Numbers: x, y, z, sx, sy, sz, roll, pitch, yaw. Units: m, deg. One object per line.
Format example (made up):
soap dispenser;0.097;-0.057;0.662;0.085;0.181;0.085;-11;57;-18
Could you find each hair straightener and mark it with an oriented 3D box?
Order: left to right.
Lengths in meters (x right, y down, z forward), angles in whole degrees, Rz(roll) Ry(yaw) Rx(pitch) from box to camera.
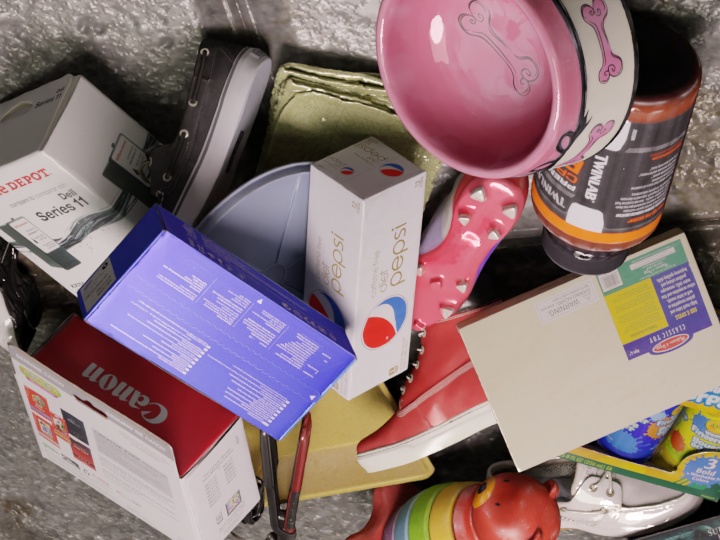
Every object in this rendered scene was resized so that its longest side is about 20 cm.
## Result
hair straightener;-0.090;0.192;1.884;0.077;0.041;0.200;9;141;0

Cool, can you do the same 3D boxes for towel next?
towel;-0.011;-0.082;1.653;0.148;0.037;0.200;13;135;-5

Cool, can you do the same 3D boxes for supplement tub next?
supplement tub;0.188;-0.088;1.563;0.107;0.107;0.200;9;136;0

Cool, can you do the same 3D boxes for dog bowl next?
dog bowl;0.095;-0.154;1.461;0.200;0.074;0.201;25;130;33

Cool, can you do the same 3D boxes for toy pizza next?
toy pizza;-0.078;-0.002;1.627;0.200;0.032;0.201;-27;137;-28

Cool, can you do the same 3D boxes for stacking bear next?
stacking bear;0.097;0.235;1.860;0.114;0.122;0.200;46;140;-16

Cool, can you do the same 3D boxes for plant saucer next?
plant saucer;-0.056;0.123;1.862;0.199;0.049;0.200;-12;133;20

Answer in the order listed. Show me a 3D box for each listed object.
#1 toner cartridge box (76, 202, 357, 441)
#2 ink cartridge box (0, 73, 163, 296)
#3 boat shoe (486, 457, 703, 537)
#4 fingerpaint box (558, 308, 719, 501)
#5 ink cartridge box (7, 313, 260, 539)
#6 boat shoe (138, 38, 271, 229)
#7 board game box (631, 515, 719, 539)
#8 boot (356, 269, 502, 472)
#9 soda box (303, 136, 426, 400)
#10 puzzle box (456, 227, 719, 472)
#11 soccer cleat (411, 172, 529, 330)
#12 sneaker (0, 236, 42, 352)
toner cartridge box;-0.106;0.041;1.554;0.200;0.043;0.095;35;106;-32
ink cartridge box;-0.211;-0.052;1.660;0.146;0.083;0.200;-16;132;45
boat shoe;0.210;0.196;1.876;0.199;0.071;0.069;-7;135;18
fingerpaint box;0.248;0.101;1.770;0.199;0.073;0.167;16;135;-8
ink cartridge box;-0.196;0.132;1.794;0.200;0.084;0.176;29;149;26
boat shoe;-0.134;-0.085;1.586;0.066;0.070;0.201;22;93;9
board game box;0.312;0.243;1.884;0.200;0.028;0.135;-21;167;27
boot;0.055;0.081;1.762;0.200;0.072;0.145;-31;85;32
soda box;0.000;0.000;1.625;0.064;0.068;0.200;35;137;35
puzzle box;0.193;0.065;1.670;0.199;0.025;0.133;-23;102;0
soccer cleat;0.076;-0.025;1.666;0.067;0.077;0.200;30;133;-7
sneaker;-0.330;-0.004;1.762;0.079;0.074;0.200;6;137;10
